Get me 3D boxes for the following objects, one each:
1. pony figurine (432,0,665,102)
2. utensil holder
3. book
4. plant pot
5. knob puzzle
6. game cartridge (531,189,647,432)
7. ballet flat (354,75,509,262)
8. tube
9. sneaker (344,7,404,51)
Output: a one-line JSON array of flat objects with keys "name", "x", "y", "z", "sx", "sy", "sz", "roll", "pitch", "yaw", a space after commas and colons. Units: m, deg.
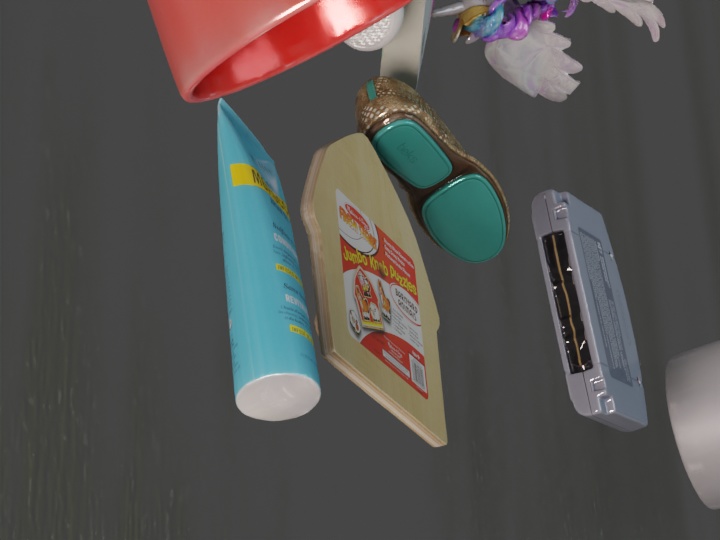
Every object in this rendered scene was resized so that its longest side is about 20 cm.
[{"name": "pony figurine", "x": 0.141, "y": -0.246, "z": 2.100, "sx": 0.192, "sy": 0.166, "sz": 0.201, "roll": 20, "pitch": 53, "yaw": -25}, {"name": "utensil holder", "x": 0.414, "y": 0.133, "z": 2.395, "sx": 0.170, "sy": 0.199, "sz": 0.171, "roll": 52, "pitch": 28, "yaw": -43}, {"name": "book", "x": 0.046, "y": -0.241, "z": 1.892, "sx": 0.200, "sy": 0.048, "sz": 0.134, "roll": -79, "pitch": 175, "yaw": -53}, {"name": "plant pot", "x": -0.058, "y": -0.224, "z": 1.484, "sx": 0.178, "sy": 0.200, "sz": 0.200, "roll": 63, "pitch": 20, "yaw": 3}, {"name": "knob puzzle", "x": 0.000, "y": 0.000, "z": 1.665, "sx": 0.220, "sy": 0.030, "sz": 0.221, "roll": 50, "pitch": 31, "yaw": -45}, {"name": "game cartridge", "x": 0.200, "y": 0.038, "z": 2.151, "sx": 0.133, "sy": 0.040, "sz": 0.201, "roll": 21, "pitch": 55, "yaw": -61}, {"name": "ballet flat", "x": 0.054, "y": -0.079, "z": 1.823, "sx": 0.200, "sy": 0.070, "sz": 0.065, "roll": 53, "pitch": 14, "yaw": -51}, {"name": "tube", "x": -0.060, "y": -0.006, "z": 1.503, "sx": 0.078, "sy": 0.050, "sz": 0.201, "roll": 58, "pitch": 19, "yaw": -53}, {"name": "sneaker", "x": -0.009, "y": -0.257, "z": 1.781, "sx": 0.201, "sy": 0.075, "sz": 0.105, "roll": 71, "pitch": 20, "yaw": -4}]
